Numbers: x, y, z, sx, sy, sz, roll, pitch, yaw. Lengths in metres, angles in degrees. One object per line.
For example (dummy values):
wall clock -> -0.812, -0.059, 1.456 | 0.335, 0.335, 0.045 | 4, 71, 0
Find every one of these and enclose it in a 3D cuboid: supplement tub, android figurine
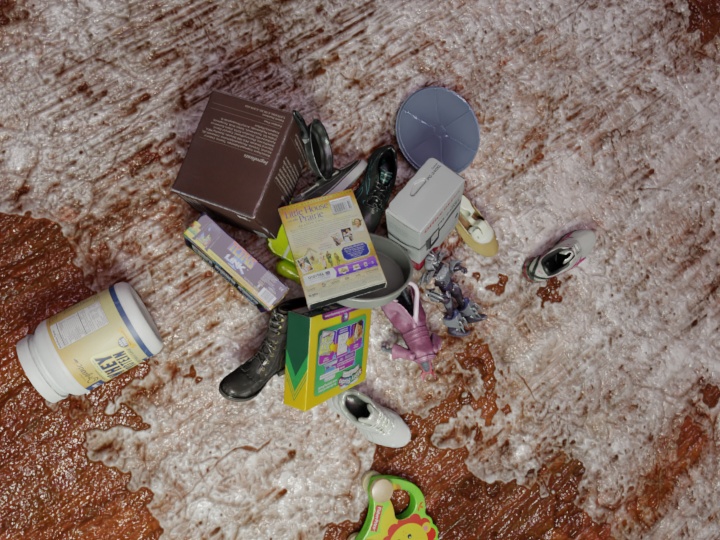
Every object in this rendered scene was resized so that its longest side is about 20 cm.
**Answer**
supplement tub -> -0.466, 0.125, 1.003 | 0.199, 0.144, 0.145 | -30, 94, -15
android figurine -> -0.108, -0.066, 1.165 | 0.199, 0.041, 0.183 | 26, 80, -12

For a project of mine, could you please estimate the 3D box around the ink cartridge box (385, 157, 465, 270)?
ink cartridge box -> 0.127, -0.106, 1.142 | 0.083, 0.200, 0.145 | 37, 78, 16

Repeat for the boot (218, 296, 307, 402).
boot -> -0.168, 0.133, 1.050 | 0.069, 0.175, 0.200 | 36, 38, 20

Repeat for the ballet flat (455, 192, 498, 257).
ballet flat -> 0.237, -0.108, 1.249 | 0.200, 0.063, 0.069 | 46, 76, -8

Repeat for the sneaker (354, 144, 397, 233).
sneaker -> 0.029, -0.168, 1.190 | 0.075, 0.079, 0.201 | 16, 84, -13

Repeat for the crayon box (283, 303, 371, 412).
crayon box -> -0.058, 0.146, 1.076 | 0.200, 0.058, 0.174 | -12, 111, -56

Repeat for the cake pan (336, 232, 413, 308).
cake pan -> 0.000, 0.000, 1.096 | 0.199, 0.201, 0.037 | -7, 133, -15

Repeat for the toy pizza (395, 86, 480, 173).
toy pizza -> 0.168, -0.301, 1.260 | 0.199, 0.032, 0.202 | 1, 85, -16

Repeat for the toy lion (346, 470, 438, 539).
toy lion -> 0.079, 0.527, 1.170 | 0.191, 0.069, 0.201 | 17, 82, -20

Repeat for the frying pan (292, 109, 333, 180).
frying pan -> -0.088, -0.222, 1.050 | 0.031, 0.190, 0.116 | -8, 96, 17

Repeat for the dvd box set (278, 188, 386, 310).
dvd box set -> -0.053, -0.042, 1.035 | 0.145, 0.029, 0.201 | -17, 67, -10

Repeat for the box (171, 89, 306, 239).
box -> -0.211, -0.189, 1.061 | 0.163, 0.166, 0.201 | 19, 81, 7

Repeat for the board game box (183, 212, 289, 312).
board game box -> -0.231, -0.008, 1.064 | 0.200, 0.165, 0.057 | 43, 77, -8

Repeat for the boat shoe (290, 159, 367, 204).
boat shoe -> -0.059, -0.176, 1.151 | 0.064, 0.071, 0.200 | 45, 54, -2

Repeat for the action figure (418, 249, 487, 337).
action figure -> 0.186, 0.041, 1.201 | 0.130, 0.069, 0.201 | -47, 119, -30

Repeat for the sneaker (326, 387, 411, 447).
sneaker -> 0.022, 0.297, 1.145 | 0.199, 0.099, 0.078 | 33, 79, -11

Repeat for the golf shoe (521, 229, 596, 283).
golf shoe -> 0.463, -0.033, 1.290 | 0.199, 0.092, 0.073 | -32, 93, -16

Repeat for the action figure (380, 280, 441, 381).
action figure -> 0.117, 0.123, 1.166 | 0.133, 0.149, 0.201 | -17, 77, -21
